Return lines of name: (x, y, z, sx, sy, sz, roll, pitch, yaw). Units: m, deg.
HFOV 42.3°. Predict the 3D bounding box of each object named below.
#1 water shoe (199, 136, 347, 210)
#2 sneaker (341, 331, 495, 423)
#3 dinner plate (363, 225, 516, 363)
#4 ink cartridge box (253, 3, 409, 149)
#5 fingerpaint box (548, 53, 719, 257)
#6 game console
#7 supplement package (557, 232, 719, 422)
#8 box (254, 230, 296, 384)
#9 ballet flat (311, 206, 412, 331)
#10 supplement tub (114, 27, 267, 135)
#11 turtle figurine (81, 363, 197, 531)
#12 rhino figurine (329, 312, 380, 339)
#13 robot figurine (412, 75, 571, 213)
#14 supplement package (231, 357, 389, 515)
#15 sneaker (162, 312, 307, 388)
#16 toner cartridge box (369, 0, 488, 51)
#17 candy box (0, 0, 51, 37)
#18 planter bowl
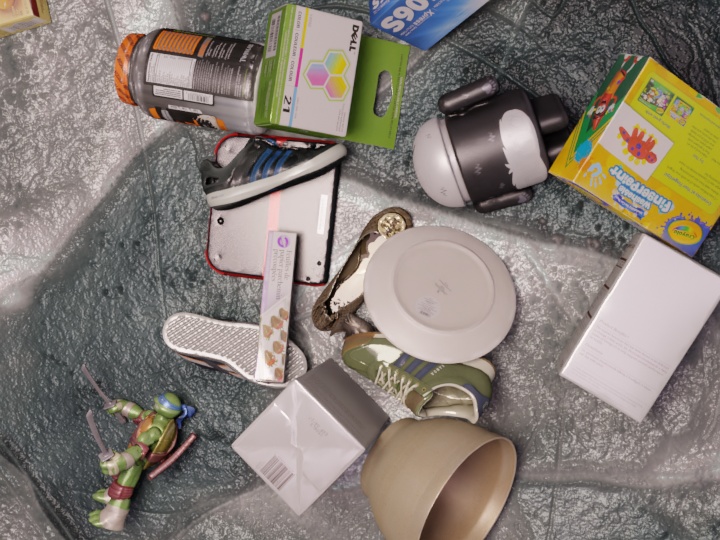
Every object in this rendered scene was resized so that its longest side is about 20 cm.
water shoe: (-0.119, -0.144, 1.226, 0.200, 0.072, 0.079, -20, 89, 5)
sneaker: (0.069, 0.139, 1.168, 0.200, 0.090, 0.067, 12, 133, 3)
dinner plate: (0.103, 0.023, 1.186, 0.200, 0.024, 0.200, 3, 61, -5)
ink cartridge box: (-0.022, -0.241, 1.180, 0.200, 0.076, 0.148, 7, 94, -24)
fingerpaint box: (0.357, -0.137, 1.124, 0.200, 0.073, 0.167, 27, 98, -21)
game console: (-0.121, -0.085, 1.280, 0.177, 0.031, 0.200, 6, 94, 4)
supplement package: (0.344, 0.066, 1.152, 0.117, 0.117, 0.200, 31, 98, 9)
box: (-0.111, 0.049, 1.226, 0.039, 0.041, 0.200, 5, 80, -3)
ballet flat: (0.000, 0.000, 1.248, 0.067, 0.046, 0.200, 40, 98, 6)
supplement tub: (-0.215, -0.254, 1.239, 0.200, 0.123, 0.123, 11, 94, 10)
turtle figurine: (-0.341, 0.242, 1.277, 0.144, 0.200, 0.194, 32, 104, 42)
rhino figurine: (0.056, 0.091, 1.232, 0.200, 0.060, 0.088, 2, 111, 10)
robot figurine: (0.165, -0.156, 1.175, 0.200, 0.125, 0.150, -18, 84, 11)
supplement package: (-0.057, 0.206, 1.189, 0.121, 0.200, 0.120, 44, 99, 7)
sneaker: (-0.167, 0.107, 1.270, 0.200, 0.079, 0.079, 20, 78, 1)
toner cartridge box: (0.107, -0.352, 1.138, 0.200, 0.095, 0.043, -31, 54, 46)
candy box: (-0.555, -0.389, 1.329, 0.200, 0.055, 0.116, -13, 90, 10)
planter bowl: (0.086, 0.269, 1.185, 0.135, 0.200, 0.200, 29, 98, 35)
